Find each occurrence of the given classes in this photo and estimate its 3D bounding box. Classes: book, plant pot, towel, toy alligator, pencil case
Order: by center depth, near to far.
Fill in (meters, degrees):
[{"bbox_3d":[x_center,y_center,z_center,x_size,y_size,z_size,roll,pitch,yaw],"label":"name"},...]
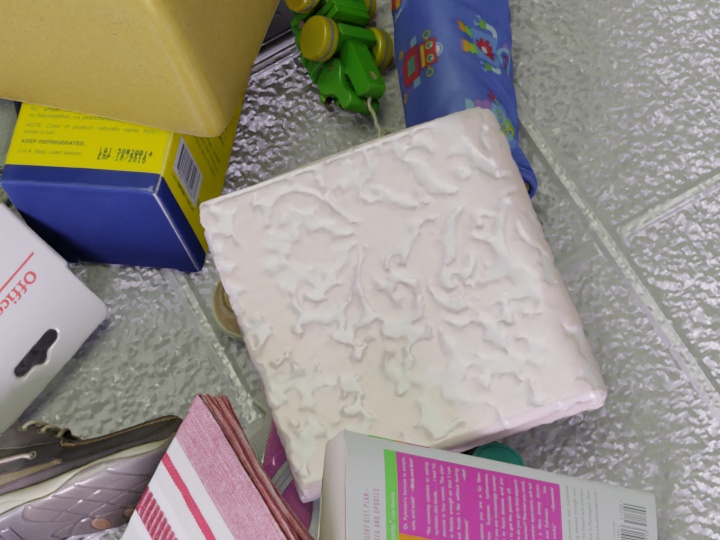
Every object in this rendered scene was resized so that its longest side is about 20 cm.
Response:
[{"bbox_3d":[0.074,0.169,1.109,0.199,0.048,0.134,14,62,-22],"label":"book"},{"bbox_3d":[-0.090,0.186,1.138,0.023,0.200,0.144,-2,45,-39],"label":"towel"},{"bbox_3d":[0.023,0.018,1.186,0.190,0.032,0.201,-19,67,-3],"label":"towel"},{"bbox_3d":[-0.162,-0.229,1.227,0.193,0.200,0.196,12,65,18],"label":"plant pot"},{"bbox_3d":[0.066,-0.120,1.314,0.078,0.087,0.201,-33,50,39],"label":"pencil case"},{"bbox_3d":[-0.014,-0.138,1.359,0.054,0.059,0.201,-43,53,39],"label":"toy alligator"}]

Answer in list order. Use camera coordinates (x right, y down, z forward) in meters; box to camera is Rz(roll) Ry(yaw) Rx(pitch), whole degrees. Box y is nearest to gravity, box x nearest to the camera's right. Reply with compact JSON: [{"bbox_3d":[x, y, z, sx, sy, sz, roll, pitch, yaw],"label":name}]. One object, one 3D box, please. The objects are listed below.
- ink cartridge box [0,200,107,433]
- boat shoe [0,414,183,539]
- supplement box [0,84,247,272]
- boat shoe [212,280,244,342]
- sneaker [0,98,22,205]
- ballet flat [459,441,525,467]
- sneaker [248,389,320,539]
[{"bbox_3d":[-0.273,-0.001,1.297,0.200,0.067,0.117,45,75,-16],"label":"ink cartridge box"},{"bbox_3d":[-0.197,0.125,1.243,0.199,0.075,0.074,-21,60,0],"label":"boat shoe"},{"bbox_3d":[-0.147,-0.113,1.340,0.108,0.110,0.201,5,64,15],"label":"supplement box"},{"bbox_3d":[0.001,0.002,1.269,0.200,0.063,0.073,-4,61,11],"label":"boat shoe"},{"bbox_3d":[-0.295,-0.062,1.359,0.075,0.088,0.200,31,71,28],"label":"sneaker"},{"bbox_3d":[0.054,0.194,1.155,0.073,0.073,0.201,4,61,15],"label":"ballet flat"},{"bbox_3d":[-0.047,0.151,1.196,0.088,0.081,0.201,8,56,18],"label":"sneaker"}]
